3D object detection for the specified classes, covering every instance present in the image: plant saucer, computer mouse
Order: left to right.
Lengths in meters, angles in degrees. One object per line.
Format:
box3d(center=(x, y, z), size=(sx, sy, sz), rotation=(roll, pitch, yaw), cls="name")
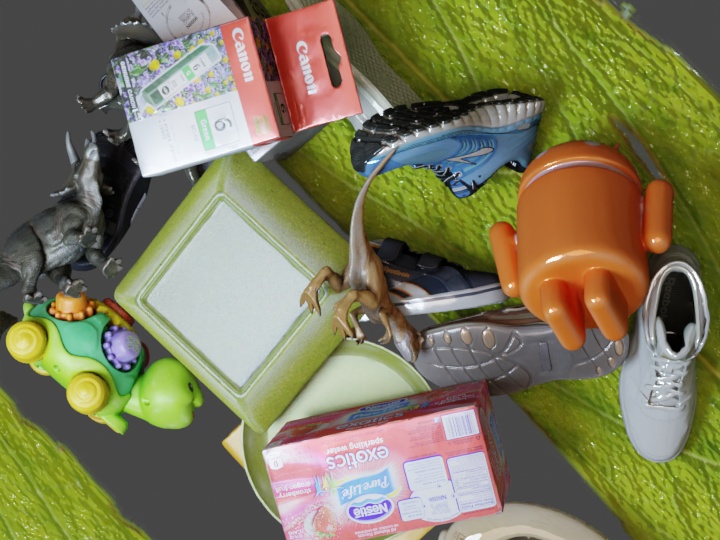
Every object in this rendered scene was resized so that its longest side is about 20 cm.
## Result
box3d(center=(-0.213, -0.084, 1.452), size=(0.140, 0.046, 0.201), rotation=(18, 87, 14), cls="computer mouse")
box3d(center=(-0.111, 0.020, 1.369), size=(0.200, 0.048, 0.200), rotation=(42, 106, 7), cls="plant saucer")
box3d(center=(-0.014, 0.160, 1.409), size=(0.198, 0.031, 0.202), rotation=(1, 96, 12), cls="plant saucer")

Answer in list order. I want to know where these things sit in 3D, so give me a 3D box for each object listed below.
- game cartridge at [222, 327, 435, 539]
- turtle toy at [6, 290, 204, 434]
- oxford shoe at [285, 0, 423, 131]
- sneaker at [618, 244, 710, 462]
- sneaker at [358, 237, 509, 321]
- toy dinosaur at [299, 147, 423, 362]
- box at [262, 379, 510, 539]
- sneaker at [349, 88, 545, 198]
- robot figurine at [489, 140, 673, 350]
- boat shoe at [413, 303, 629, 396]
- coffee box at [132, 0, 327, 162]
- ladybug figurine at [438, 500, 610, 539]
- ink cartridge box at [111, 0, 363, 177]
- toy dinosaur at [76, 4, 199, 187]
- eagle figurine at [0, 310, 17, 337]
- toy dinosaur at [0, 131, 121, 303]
box3d(center=(-0.007, 0.182, 1.439), size=(0.176, 0.032, 0.200), rotation=(-44, 85, 13), cls="game cartridge")
box3d(center=(-0.244, 0.090, 1.437), size=(0.200, 0.146, 0.101), rotation=(39, 81, 5), cls="turtle toy")
box3d(center=(-0.010, -0.183, 1.388), size=(0.200, 0.075, 0.058), rotation=(51, 128, 4), cls="oxford shoe")
box3d(center=(0.269, 0.083, 1.328), size=(0.073, 0.116, 0.202), rotation=(3, 97, 10), cls="sneaker")
box3d(center=(0.037, 0.006, 1.389), size=(0.198, 0.078, 0.080), rotation=(-6, 88, 8), cls="sneaker")
box3d(center=(0.000, 0.000, 1.305), size=(0.060, 0.106, 0.201), rotation=(18, 136, 42), cls="toy dinosaur")
box3d(center=(0.026, 0.175, 1.336), size=(0.199, 0.095, 0.103), rotation=(-14, 97, 13), cls="box")
box3d(center=(0.083, -0.103, 1.331), size=(0.199, 0.078, 0.091), rotation=(-12, 111, -28), cls="sneaker")
box3d(center=(0.192, -0.030, 1.309), size=(0.116, 0.201, 0.144), rotation=(19, 141, -18), cls="robot figurine")
box3d(center=(0.146, 0.067, 1.376), size=(0.198, 0.072, 0.076), rotation=(-2, 112, 8), cls="boat shoe")
box3d(center=(-0.115, -0.203, 1.383), size=(0.080, 0.113, 0.200), rotation=(-38, 88, 13), cls="coffee box")
box3d(center=(0.167, 0.282, 1.390), size=(0.199, 0.072, 0.137), rotation=(25, 100, 8), cls="ladybug figurine")
box3d(center=(-0.108, -0.160, 1.301), size=(0.199, 0.050, 0.110), rotation=(-14, 93, 16), cls="ink cartridge box")
box3d(center=(-0.196, -0.160, 1.395), size=(0.102, 0.077, 0.200), rotation=(-39, 73, 11), cls="toy dinosaur")
box3d(center=(-0.439, 0.023, 1.464), size=(0.199, 0.151, 0.152), rotation=(22, 137, -4), cls="eagle figurine")
box3d(center=(-0.286, -0.023, 1.391), size=(0.200, 0.077, 0.102), rotation=(-46, 47, 5), cls="toy dinosaur")
